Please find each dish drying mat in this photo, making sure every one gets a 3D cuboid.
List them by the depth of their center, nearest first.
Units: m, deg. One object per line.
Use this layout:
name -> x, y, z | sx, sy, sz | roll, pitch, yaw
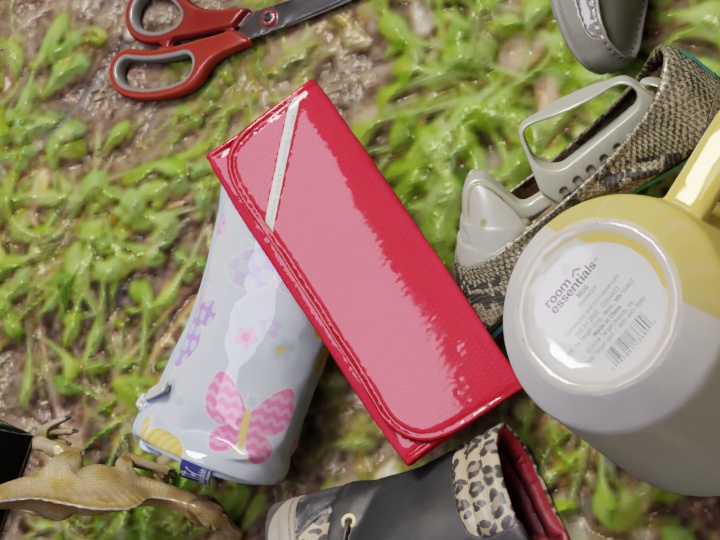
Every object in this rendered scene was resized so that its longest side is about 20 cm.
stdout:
dish drying mat -> 0.000, 0.000, 1.181 | 0.077, 0.018, 0.200 | -35, 79, 5

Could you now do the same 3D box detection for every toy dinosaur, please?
toy dinosaur -> -0.167, 0.122, 1.251 | 0.101, 0.200, 0.058 | -152, 65, -68

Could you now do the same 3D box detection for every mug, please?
mug -> 0.144, 0.011, 1.096 | 0.149, 0.153, 0.187 | -5, 78, 28

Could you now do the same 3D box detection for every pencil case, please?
pencil case -> -0.056, 0.021, 1.242 | 0.091, 0.083, 0.200 | 20, 89, 13

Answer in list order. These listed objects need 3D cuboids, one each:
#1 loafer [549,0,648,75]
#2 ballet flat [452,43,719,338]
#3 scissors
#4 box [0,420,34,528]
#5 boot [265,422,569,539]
loafer -> 0.138, -0.204, 1.187 | 0.070, 0.070, 0.200 | -7, 77, 36
ballet flat -> 0.102, -0.046, 1.173 | 0.200, 0.075, 0.068 | -42, 25, 15
scissors -> -0.062, -0.138, 1.318 | 0.200, 0.014, 0.073 | 0, 78, 27
box -> -0.322, 0.138, 1.363 | 0.200, 0.086, 0.164 | 21, 90, 30
boot -> 0.041, 0.188, 1.168 | 0.150, 0.073, 0.200 | -27, 64, 22
